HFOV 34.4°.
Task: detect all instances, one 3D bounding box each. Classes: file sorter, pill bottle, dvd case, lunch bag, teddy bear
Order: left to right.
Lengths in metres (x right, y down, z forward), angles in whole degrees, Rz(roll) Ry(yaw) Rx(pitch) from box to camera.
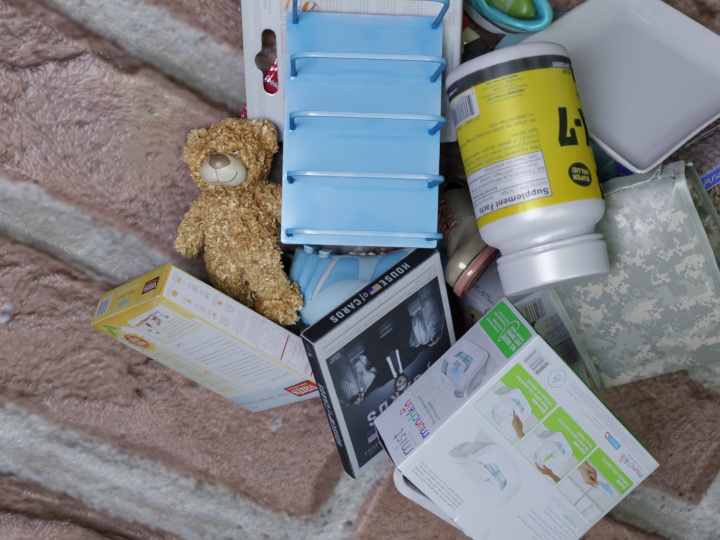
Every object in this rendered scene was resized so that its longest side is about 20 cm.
[{"bbox_3d":[-0.112,-0.037,1.071,0.067,0.144,0.202,-25,129,-52],"label":"teddy bear"},{"bbox_3d":[0.003,-0.122,0.966,0.137,0.123,0.203,2,91,-2],"label":"file sorter"},{"bbox_3d":[0.027,0.089,1.091,0.150,0.025,0.201,-36,137,-21],"label":"dvd case"},{"bbox_3d":[0.149,-0.086,1.013,0.113,0.114,0.202,-11,84,-17],"label":"pill bottle"},{"bbox_3d":[0.263,-0.005,1.101,0.163,0.118,0.201,-18,119,26],"label":"lunch bag"}]

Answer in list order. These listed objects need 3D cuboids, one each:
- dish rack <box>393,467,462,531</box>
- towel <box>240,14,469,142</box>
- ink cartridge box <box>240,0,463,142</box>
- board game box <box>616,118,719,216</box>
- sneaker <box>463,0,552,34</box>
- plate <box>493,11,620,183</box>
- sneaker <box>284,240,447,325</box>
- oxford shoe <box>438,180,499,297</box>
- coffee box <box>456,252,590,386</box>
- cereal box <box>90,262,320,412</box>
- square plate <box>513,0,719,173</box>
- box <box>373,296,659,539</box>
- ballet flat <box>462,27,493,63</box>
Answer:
[{"bbox_3d":[0.143,0.186,1.172,0.199,0.044,0.172,34,102,-24],"label":"dish rack"},{"bbox_3d":[-0.004,-0.195,1.095,0.144,0.023,0.201,29,105,-28],"label":"towel"},{"bbox_3d":[-0.006,-0.199,1.065,0.197,0.047,0.162,0,120,1],"label":"ink cartridge box"},{"bbox_3d":[0.363,-0.053,1.224,0.159,0.097,0.202,-30,127,-25],"label":"board game box"},{"bbox_3d":[0.103,-0.286,1.084,0.199,0.080,0.078,27,98,-26],"label":"sneaker"},{"bbox_3d":[0.211,-0.161,1.172,0.198,0.026,0.203,-1,93,-16],"label":"plate"},{"bbox_3d":[0.000,0.000,1.154,0.199,0.130,0.080,-30,136,-49],"label":"sneaker"},{"bbox_3d":[0.094,-0.034,1.115,0.074,0.200,0.071,35,109,-3],"label":"oxford shoe"},{"bbox_3d":[0.178,0.092,1.231,0.079,0.113,0.201,-26,117,-10],"label":"coffee box"},{"bbox_3d":[-0.136,0.069,1.090,0.199,0.143,0.040,32,59,-28],"label":"cereal box"},{"bbox_3d":[0.256,-0.184,1.103,0.197,0.200,0.029,-33,146,-23],"label":"square plate"},{"bbox_3d":[0.146,0.163,1.085,0.176,0.097,0.200,-44,114,6],"label":"box"},{"bbox_3d":[0.123,-0.148,1.120,0.066,0.057,0.202,-23,87,12],"label":"ballet flat"}]
